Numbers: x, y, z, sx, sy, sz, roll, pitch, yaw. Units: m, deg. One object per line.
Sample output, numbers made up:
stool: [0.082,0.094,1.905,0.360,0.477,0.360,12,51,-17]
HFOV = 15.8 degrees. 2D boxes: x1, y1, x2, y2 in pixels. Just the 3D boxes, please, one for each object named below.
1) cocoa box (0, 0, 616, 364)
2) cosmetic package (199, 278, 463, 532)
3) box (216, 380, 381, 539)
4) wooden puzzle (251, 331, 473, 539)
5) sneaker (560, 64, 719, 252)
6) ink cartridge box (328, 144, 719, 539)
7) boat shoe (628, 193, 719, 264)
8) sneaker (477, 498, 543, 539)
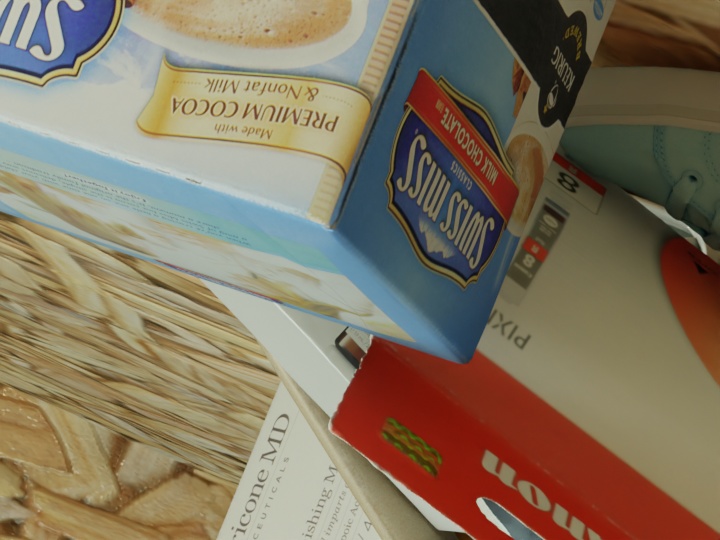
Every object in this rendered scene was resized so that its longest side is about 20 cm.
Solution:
cocoa box: [-0.051,-0.076,0.698,0.199,0.132,0.133,18,169,22]
cosmetic package: [0.000,0.000,0.952,0.200,0.083,0.051,46,158,-17]
box: [0.051,0.131,1.376,0.200,0.199,0.131,29,167,-37]
wooden puzzle: [0.012,0.060,1.081,0.185,0.037,0.200,58,-175,5]
sneaker: [0.145,-0.003,0.808,0.199,0.082,0.074,20,169,12]
ink cartridge box: [0.082,0.040,0.776,0.162,0.050,0.200,37,-160,-3]
boat shoe: [0.118,0.015,0.985,0.199,0.074,0.067,22,173,3]
sneaker: [0.131,0.078,0.941,0.199,0.130,0.080,-12,-143,-19]
